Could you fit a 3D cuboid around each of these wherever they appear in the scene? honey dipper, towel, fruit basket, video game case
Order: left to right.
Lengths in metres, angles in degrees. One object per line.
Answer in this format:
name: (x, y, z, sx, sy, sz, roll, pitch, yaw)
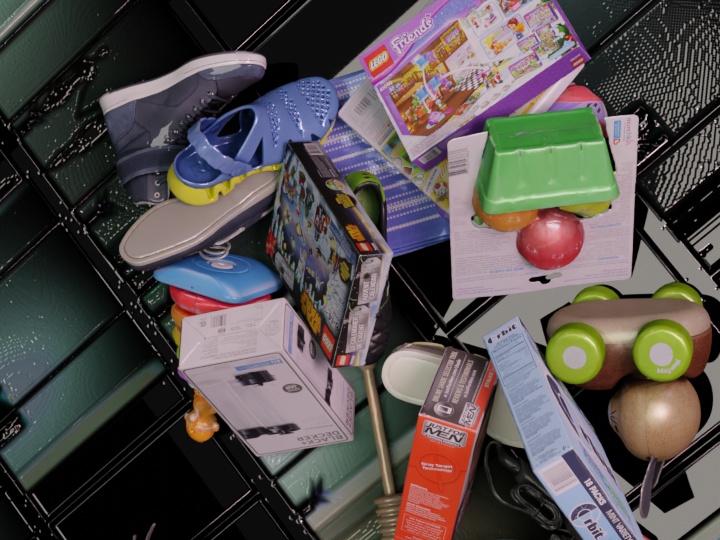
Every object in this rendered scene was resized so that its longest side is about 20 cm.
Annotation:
towel: (0.010, -0.110, 1.757, 0.144, 0.024, 0.201, -15, 87, 16)
honey dipper: (0.024, 0.182, 1.757, 0.038, 0.038, 0.201, -10, 86, 17)
video game case: (0.098, -0.182, 1.690, 0.200, 0.023, 0.182, -50, 59, 5)
fruit basket: (0.176, -0.062, 1.630, 0.184, 0.201, 0.094, -7, 45, -2)

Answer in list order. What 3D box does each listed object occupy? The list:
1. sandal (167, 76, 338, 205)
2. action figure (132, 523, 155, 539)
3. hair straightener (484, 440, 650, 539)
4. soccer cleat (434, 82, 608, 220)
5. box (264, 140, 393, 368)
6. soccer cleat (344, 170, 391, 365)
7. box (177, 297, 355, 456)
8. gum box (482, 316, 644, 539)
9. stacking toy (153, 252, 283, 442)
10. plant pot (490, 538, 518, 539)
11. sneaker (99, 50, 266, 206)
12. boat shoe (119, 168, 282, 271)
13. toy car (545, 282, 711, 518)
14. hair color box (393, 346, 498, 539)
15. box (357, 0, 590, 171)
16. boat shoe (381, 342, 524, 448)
sandal: (-0.106, -0.140, 1.710, 0.199, 0.087, 0.080, -34, 70, -19)
action figure: (-0.204, 0.376, 1.799, 0.119, 0.102, 0.201, -33, 84, 27)
hair straightener: (0.201, 0.241, 1.668, 0.200, 0.077, 0.041, 40, 122, 3)
soccer cleat: (0.159, -0.110, 1.677, 0.200, 0.077, 0.067, -35, 125, 11)
box: (-0.035, -0.018, 1.672, 0.200, 0.040, 0.138, -123, 37, -46)
soccer cleat: (0.000, 0.000, 1.706, 0.067, 0.081, 0.201, -2, 96, -7)
box: (-0.091, 0.112, 1.704, 0.116, 0.200, 0.060, -11, 55, 16)
gum box: (0.189, 0.163, 1.551, 0.044, 0.200, 0.170, -30, 124, 10)
stacking toy: (-0.157, 0.088, 1.783, 0.115, 0.110, 0.201, 15, 107, 26)
plant pot: (0.151, 0.357, 1.670, 0.199, 0.134, 0.202, 1, 92, 16)
sneaker: (-0.176, -0.142, 1.778, 0.201, 0.077, 0.147, -18, 76, 25)
boat shoe: (-0.160, -0.053, 1.746, 0.200, 0.062, 0.075, -38, 59, -22)
toy car: (0.265, 0.129, 1.626, 0.157, 0.164, 0.201, -3, 103, 17)
hair color box: (0.084, 0.184, 1.652, 0.061, 0.102, 0.201, 17, 133, 10)
box: (0.110, -0.209, 1.656, 0.199, 0.039, 0.137, -33, 63, 15)
boat shoe: (0.122, 0.122, 1.706, 0.201, 0.060, 0.072, 20, 106, 5)
